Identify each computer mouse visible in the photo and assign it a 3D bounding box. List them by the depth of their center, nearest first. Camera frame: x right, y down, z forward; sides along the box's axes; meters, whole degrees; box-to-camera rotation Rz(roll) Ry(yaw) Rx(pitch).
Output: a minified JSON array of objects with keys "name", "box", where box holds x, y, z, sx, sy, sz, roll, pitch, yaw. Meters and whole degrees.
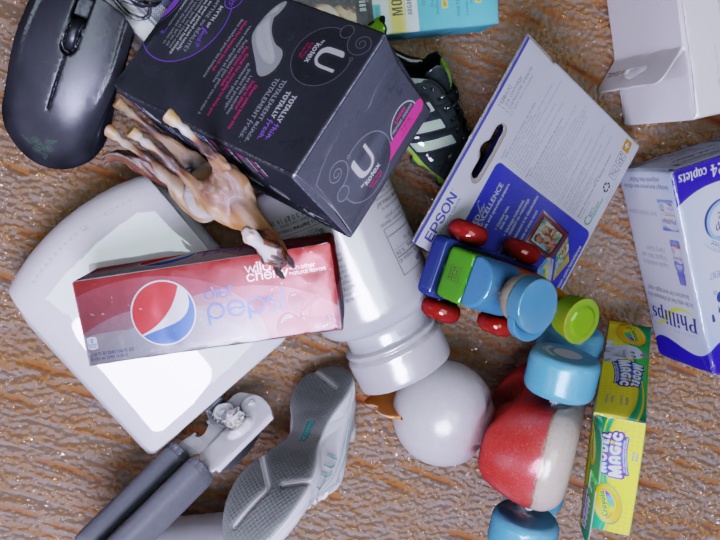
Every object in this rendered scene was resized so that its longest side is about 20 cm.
[{"name":"computer mouse","box":[-0.238,-0.164,0.688,0.137,0.053,0.201,16,118,-9]}]

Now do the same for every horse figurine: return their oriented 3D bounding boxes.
[{"name":"horse figurine","box":[-0.127,-0.069,0.652,0.132,0.199,0.050,44,77,-31]}]

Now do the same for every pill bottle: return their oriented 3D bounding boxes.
[{"name":"pill bottle","box":[0.000,0.000,0.766,0.114,0.114,0.202,-27,101,-8]}]

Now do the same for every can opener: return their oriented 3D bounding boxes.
[{"name":"can opener","box":[-0.148,0.180,0.743,0.200,0.052,0.067,-41,135,-31]}]

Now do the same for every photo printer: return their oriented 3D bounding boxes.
[{"name":"photo printer","box":[-0.185,0.031,0.752,0.166,0.069,0.201,-40,103,-5]}]

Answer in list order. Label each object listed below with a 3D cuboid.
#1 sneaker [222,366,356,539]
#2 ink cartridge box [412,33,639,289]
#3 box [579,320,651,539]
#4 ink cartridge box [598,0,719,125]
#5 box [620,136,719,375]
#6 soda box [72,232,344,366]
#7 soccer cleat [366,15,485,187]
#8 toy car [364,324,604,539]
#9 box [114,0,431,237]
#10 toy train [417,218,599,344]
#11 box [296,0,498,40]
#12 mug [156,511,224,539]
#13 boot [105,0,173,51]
[{"name":"sneaker","box":[-0.048,0.176,0.752,0.070,0.201,0.081,4,127,27]},{"name":"ink cartridge box","box":[0.147,-0.077,0.790,0.199,0.047,0.199,29,91,-37]},{"name":"box","box":[0.230,0.141,0.781,0.048,0.200,0.119,8,116,19]},{"name":"ink cartridge box","box":[0.331,-0.212,0.807,0.198,0.128,0.127,-13,99,-11]},{"name":"box","box":[0.374,-0.028,0.851,0.182,0.105,0.202,-18,100,-9]},{"name":"soda box","box":[-0.114,0.020,0.679,0.198,0.063,0.071,-8,99,1]},{"name":"soccer cleat","box":[0.064,-0.139,0.772,0.199,0.068,0.081,36,119,-25]},{"name":"toy car","box":[0.105,0.132,0.806,0.198,0.177,0.186,15,105,14]},{"name":"box","box":[-0.067,-0.131,0.669,0.123,0.199,0.106,-57,148,-7]},{"name":"toy train","box":[0.154,0.027,0.734,0.199,0.115,0.085,15,97,-38]},{"name":"box","box":[0.020,-0.248,0.775,0.198,0.049,0.083,-9,98,-11]},{"name":"mug","box":[-0.158,0.289,0.740,0.151,0.187,0.151,4,117,-4]},{"name":"boot","box":[-0.192,-0.258,0.724,0.090,0.073,0.200,-48,112,-11]}]
